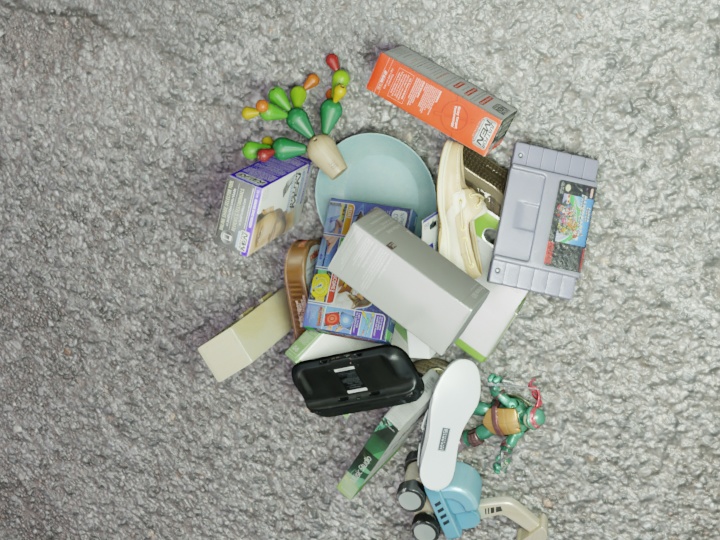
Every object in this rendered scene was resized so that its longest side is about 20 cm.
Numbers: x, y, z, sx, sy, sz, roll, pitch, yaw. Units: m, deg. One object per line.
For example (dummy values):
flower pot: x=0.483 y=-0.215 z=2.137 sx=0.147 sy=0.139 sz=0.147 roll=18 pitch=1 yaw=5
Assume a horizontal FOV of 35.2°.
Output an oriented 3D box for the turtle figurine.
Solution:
turtle figurine: x=0.211 y=0.232 z=1.739 sx=0.198 sy=0.100 sz=0.152 roll=-12 pitch=84 yaw=42

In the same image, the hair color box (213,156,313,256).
hair color box: x=-0.143 y=-0.105 z=1.719 sx=0.064 sy=0.200 sz=0.111 roll=21 pitch=113 yaw=14

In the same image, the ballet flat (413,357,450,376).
ballet flat: x=0.060 y=0.186 z=1.814 sx=0.197 sy=0.046 sz=0.068 roll=-13 pitch=102 yaw=25

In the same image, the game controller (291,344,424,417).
game controller: x=-0.006 y=0.163 z=1.668 sx=0.197 sy=0.042 sz=0.105 roll=-13 pitch=115 yaw=28

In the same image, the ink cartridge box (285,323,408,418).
ink cartridge box: x=0.000 y=0.109 z=1.755 sx=0.200 sy=0.048 sz=0.146 roll=-46 pitch=122 yaw=-9

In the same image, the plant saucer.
plant saucer: x=0.027 y=-0.113 z=1.738 sx=0.198 sy=0.039 sz=0.204 roll=6 pitch=109 yaw=19

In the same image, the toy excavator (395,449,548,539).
toy excavator: x=0.178 y=0.370 z=1.795 sx=0.197 sy=0.100 sz=0.196 roll=-16 pitch=114 yaw=22

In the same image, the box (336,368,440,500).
box: x=0.047 y=0.255 z=1.761 sx=0.036 sy=0.144 sz=0.201 roll=39 pitch=132 yaw=12

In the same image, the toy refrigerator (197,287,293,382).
toy refrigerator: x=-0.171 y=0.096 z=1.794 sx=0.075 sy=0.200 sz=0.071 roll=-31 pitch=93 yaw=27

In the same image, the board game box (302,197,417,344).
board game box: x=0.000 y=0.000 z=1.687 sx=0.133 sy=0.034 sz=0.203 roll=9 pitch=78 yaw=19

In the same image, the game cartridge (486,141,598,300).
game cartridge: x=0.260 y=-0.069 z=1.602 sx=0.128 sy=0.038 sz=0.203 roll=11 pitch=88 yaw=2

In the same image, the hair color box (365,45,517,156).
hair color box: x=0.117 y=-0.245 z=1.625 sx=0.198 sy=0.101 sz=0.062 roll=31 pitch=115 yaw=11

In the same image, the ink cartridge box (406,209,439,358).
ink cartridge box: x=0.094 y=0.016 z=1.635 sx=0.039 sy=0.099 sz=0.203 roll=3 pitch=104 yaw=22

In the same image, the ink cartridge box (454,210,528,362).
ink cartridge box: x=0.183 y=0.010 z=1.695 sx=0.147 sy=0.076 sz=0.201 roll=35 pitch=113 yaw=9

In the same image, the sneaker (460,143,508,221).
sneaker: x=0.200 y=-0.102 z=1.668 sx=0.200 sy=0.070 sz=0.076 roll=43 pitch=141 yaw=4

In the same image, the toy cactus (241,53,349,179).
toy cactus: x=-0.077 y=-0.213 z=1.690 sx=0.199 sy=0.102 sz=0.166 roll=-38 pitch=86 yaw=-11

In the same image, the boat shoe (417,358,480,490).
boat shoe: x=0.128 y=0.227 z=1.718 sx=0.071 sy=0.068 sz=0.203 roll=11 pitch=96 yaw=-11

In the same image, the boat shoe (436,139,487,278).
boat shoe: x=0.147 y=-0.084 z=1.611 sx=0.068 sy=0.074 sz=0.203 roll=1 pitch=104 yaw=15

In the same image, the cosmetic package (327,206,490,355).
cosmetic package: x=0.066 y=0.013 z=1.532 sx=0.199 sy=0.107 sz=0.091 roll=34 pitch=113 yaw=8

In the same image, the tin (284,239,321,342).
tin: x=-0.071 y=0.050 z=1.787 sx=0.041 sy=0.112 sz=0.203 roll=-4 pitch=106 yaw=21
